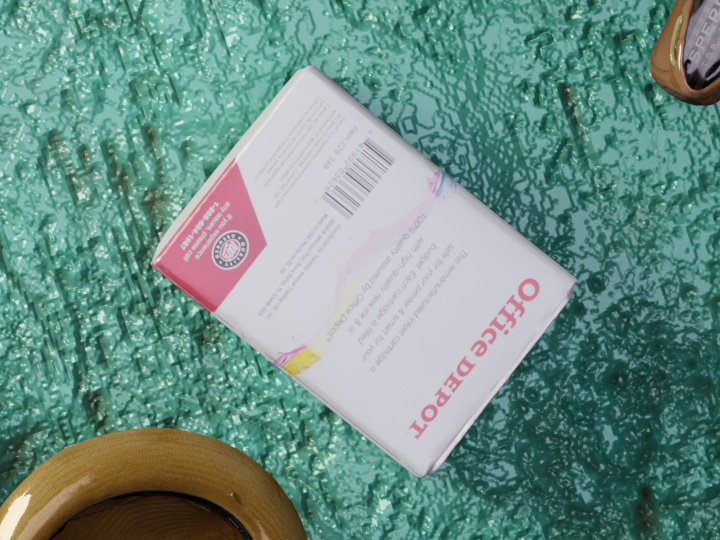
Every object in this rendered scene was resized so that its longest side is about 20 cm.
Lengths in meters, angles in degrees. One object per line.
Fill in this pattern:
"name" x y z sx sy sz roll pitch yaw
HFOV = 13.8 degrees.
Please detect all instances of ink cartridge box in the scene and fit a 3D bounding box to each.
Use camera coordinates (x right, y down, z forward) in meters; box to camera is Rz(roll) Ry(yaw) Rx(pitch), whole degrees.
"ink cartridge box" 0.000 0.000 1.696 0.200 0.086 0.148 40 89 -7

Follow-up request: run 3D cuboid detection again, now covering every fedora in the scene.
"fedora" -0.128 0.181 1.694 0.199 0.082 0.202 0 90 -17

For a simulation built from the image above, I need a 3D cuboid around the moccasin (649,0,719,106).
"moccasin" 0.227 -0.191 1.707 0.073 0.078 0.202 31 90 -5
